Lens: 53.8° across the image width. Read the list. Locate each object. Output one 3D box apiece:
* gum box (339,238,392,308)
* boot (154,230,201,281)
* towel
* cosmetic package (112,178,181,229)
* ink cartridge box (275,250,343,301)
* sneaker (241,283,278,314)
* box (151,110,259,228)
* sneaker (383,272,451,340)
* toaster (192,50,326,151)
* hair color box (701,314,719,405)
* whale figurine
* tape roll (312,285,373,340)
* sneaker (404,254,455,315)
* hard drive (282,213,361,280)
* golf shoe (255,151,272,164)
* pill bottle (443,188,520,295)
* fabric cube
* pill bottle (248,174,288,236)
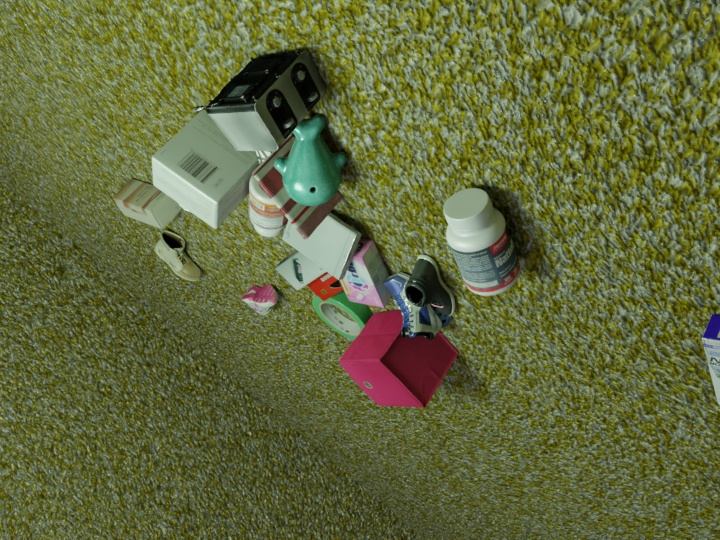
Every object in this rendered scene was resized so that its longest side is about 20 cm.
[{"bbox_3d":[0.000,0.000,1.822,0.113,0.066,0.200,10,141,33],"label":"gum box"},{"bbox_3d":[-0.642,-0.051,2.534,0.200,0.072,0.155,41,151,-6],"label":"boot"},{"bbox_3d":[-0.143,-0.191,1.621,0.023,0.144,0.200,3,138,54],"label":"towel"},{"bbox_3d":[-0.689,-0.217,2.293,0.200,0.103,0.087,17,148,32],"label":"cosmetic package"},{"bbox_3d":[-0.115,0.007,1.957,0.174,0.044,0.200,45,136,-13],"label":"ink cartridge box"},{"bbox_3d":[-0.319,0.101,2.379,0.088,0.081,0.200,48,160,-22],"label":"sneaker"},{"bbox_3d":[-0.371,-0.249,1.747,0.199,0.200,0.131,35,151,4],"label":"box"},{"bbox_3d":[0.131,0.105,1.787,0.199,0.115,0.081,43,152,-10],"label":"sneaker"},{"bbox_3d":[-0.193,-0.336,1.412,0.200,0.181,0.119,8,143,43],"label":"toaster"},{"bbox_3d":[0.691,0.172,1.271,0.109,0.065,0.200,8,143,43],"label":"hair color box"},{"bbox_3d":[-0.107,-0.230,1.527,0.159,0.104,0.200,-4,126,-4],"label":"whale figurine"},{"bbox_3d":[-0.049,0.128,2.119,0.200,0.048,0.201,29,152,17],"label":"tape roll"},{"bbox_3d":[0.162,0.064,1.703,0.071,0.099,0.200,11,144,39],"label":"sneaker"},{"bbox_3d":[-0.099,-0.084,1.763,0.200,0.027,0.132,35,118,25],"label":"hard drive"},{"bbox_3d":[-0.202,-0.283,1.625,0.200,0.078,0.094,47,152,-20],"label":"golf shoe"},{"bbox_3d":[0.236,-0.057,1.398,0.119,0.120,0.200,13,145,40],"label":"pill bottle"},{"bbox_3d":[0.104,0.240,1.939,0.196,0.200,0.199,49,150,-19],"label":"fabric cube"},{"bbox_3d":[-0.226,-0.169,1.795,0.112,0.112,0.200,34,154,7],"label":"pill bottle"}]
